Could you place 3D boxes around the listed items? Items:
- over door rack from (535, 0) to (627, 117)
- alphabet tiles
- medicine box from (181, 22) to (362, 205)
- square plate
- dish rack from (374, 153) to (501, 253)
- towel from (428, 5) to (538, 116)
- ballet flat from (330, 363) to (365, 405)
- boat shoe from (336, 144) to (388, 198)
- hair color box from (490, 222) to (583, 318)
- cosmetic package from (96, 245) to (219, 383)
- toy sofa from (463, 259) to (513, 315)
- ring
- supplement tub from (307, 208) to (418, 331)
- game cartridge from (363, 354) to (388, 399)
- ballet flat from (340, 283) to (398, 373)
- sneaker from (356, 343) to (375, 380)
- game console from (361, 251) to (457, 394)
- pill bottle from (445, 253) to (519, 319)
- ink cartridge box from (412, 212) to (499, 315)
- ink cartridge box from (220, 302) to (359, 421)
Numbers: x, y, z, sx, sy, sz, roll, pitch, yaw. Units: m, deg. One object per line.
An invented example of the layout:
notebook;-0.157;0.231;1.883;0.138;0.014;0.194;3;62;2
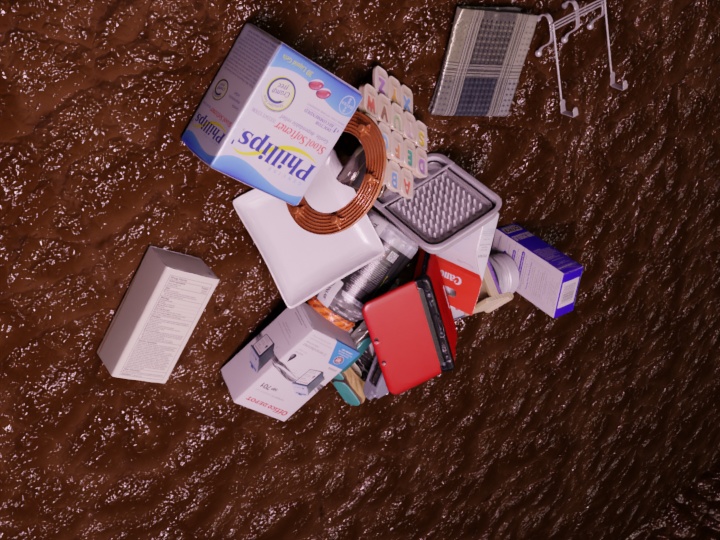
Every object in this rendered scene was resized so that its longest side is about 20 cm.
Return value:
over door rack;0.405;-0.406;1.624;0.148;0.067;0.200;-30;114;-20
alphabet tiles;0.056;-0.224;1.415;0.200;0.015;0.196;21;66;-54
medicine box;-0.129;-0.226;1.287;0.182;0.103;0.200;22;103;-47
square plate;-0.084;-0.070;1.433;0.198;0.028;0.200;-31;100;-19
dish rack;0.129;-0.112;1.516;0.171;0.200;0.044;-32;140;-19
towel;0.215;-0.368;1.536;0.192;0.035;0.200;-6;125;-34
ballet flat;-0.039;0.195;1.712;0.063;0.068;0.200;-65;147;-26
boat shoe;0.023;-0.161;1.421;0.075;0.073;0.200;-56;171;19
hair color box;0.356;-0.003;1.787;0.065;0.200;0.110;-19;130;-32
cosmetic package;-0.318;0.072;1.363;0.103;0.073;0.200;18;107;-46
toy sofa;0.222;-0.023;1.655;0.097;0.201;0.083;-11;164;-31
ring;-0.046;-0.153;1.336;0.019;0.200;0.201;16;108;-51
supplement tub;0.000;0.000;1.545;0.200;0.122;0.122;-53;138;4
game cartridge;0.080;0.150;1.660;0.133;0.041;0.200;-28;146;-46
ballet flat;0.009;0.103;1.616;0.200;0.064;0.067;-47;163;15
sneaker;0.036;0.162;1.739;0.090;0.078;0.200;-45;144;-17
game console;0.093;0.090;1.557;0.118;0.173;0.200;-9;119;15
pill bottle;0.217;0.029;1.753;0.200;0.120;0.120;-14;127;-33
ink cartridge box;0.159;-0.036;1.604;0.047;0.160;0.201;-3;112;-46
ink cartridge box;-0.125;0.163;1.553;0.200;0.086;0.146;-44;140;12
